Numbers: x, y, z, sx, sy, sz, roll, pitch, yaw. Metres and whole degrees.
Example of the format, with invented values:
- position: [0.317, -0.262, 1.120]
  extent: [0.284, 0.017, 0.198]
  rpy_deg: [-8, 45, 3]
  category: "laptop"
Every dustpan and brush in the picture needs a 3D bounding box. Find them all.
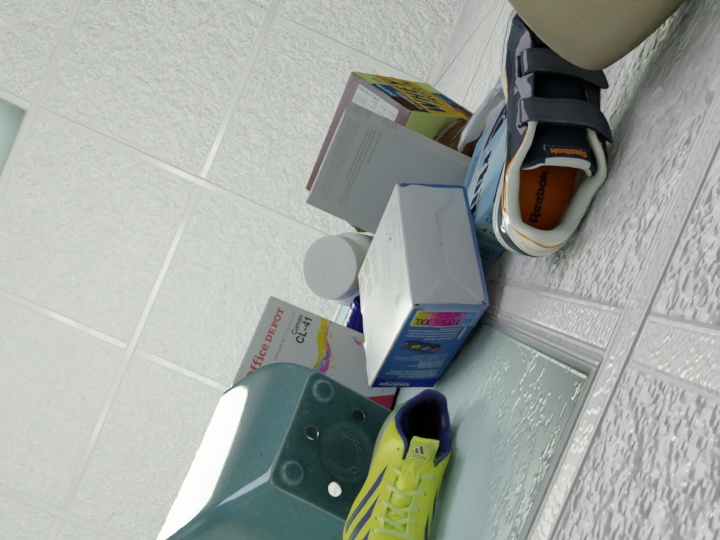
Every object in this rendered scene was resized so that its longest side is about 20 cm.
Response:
- position: [0.178, -0.225, 0.971]
  extent: [0.140, 0.057, 0.202]
  rpy_deg: [-86, 19, -79]
  category: "dustpan and brush"

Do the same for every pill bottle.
- position: [0.000, 0.000, 1.241]
  extent: [0.199, 0.109, 0.111]
  rpy_deg: [5, -69, -63]
  category: "pill bottle"

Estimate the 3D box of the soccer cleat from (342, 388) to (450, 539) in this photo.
- position: [0.033, 0.171, 0.630]
  extent: [0.201, 0.064, 0.084]
  rpy_deg: [-71, 8, -55]
  category: "soccer cleat"

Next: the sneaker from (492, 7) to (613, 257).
- position: [0.139, -0.109, 0.579]
  extent: [0.079, 0.077, 0.203]
  rpy_deg: [-129, 42, -84]
  category: "sneaker"

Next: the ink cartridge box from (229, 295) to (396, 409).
- position: [-0.057, 0.143, 1.056]
  extent: [0.086, 0.198, 0.149]
  rpy_deg: [118, 174, -53]
  category: "ink cartridge box"

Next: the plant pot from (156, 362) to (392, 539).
- position: [-0.050, 0.201, 0.786]
  extent: [0.200, 0.195, 0.197]
  rpy_deg: [-47, 17, 50]
  category: "plant pot"

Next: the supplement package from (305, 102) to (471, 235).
- position: [0.051, -0.103, 0.990]
  extent: [0.121, 0.198, 0.121]
  rpy_deg: [-78, 12, -74]
  category: "supplement package"

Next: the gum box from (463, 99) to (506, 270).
- position: [0.145, -0.099, 0.810]
  extent: [0.200, 0.044, 0.171]
  rpy_deg: [119, 172, -66]
  category: "gum box"

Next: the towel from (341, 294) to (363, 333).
- position: [0.012, 0.108, 1.228]
  extent: [0.147, 0.049, 0.201]
  rpy_deg: [-21, -36, -47]
  category: "towel"

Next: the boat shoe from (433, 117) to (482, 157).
- position: [0.122, -0.124, 1.215]
  extent: [0.201, 0.075, 0.074]
  rpy_deg: [-60, 38, 16]
  category: "boat shoe"

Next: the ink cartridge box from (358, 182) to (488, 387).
- position: [0.050, 0.027, 0.811]
  extent: [0.201, 0.075, 0.138]
  rpy_deg: [115, 154, -54]
  category: "ink cartridge box"

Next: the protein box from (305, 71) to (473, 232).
- position: [0.053, -0.182, 1.285]
  extent: [0.197, 0.135, 0.201]
  rpy_deg: [-6, -52, -50]
  category: "protein box"

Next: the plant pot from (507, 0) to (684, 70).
- position: [0.166, -0.250, 0.517]
  extent: [0.134, 0.200, 0.202]
  rpy_deg: [-25, 33, 41]
  category: "plant pot"
